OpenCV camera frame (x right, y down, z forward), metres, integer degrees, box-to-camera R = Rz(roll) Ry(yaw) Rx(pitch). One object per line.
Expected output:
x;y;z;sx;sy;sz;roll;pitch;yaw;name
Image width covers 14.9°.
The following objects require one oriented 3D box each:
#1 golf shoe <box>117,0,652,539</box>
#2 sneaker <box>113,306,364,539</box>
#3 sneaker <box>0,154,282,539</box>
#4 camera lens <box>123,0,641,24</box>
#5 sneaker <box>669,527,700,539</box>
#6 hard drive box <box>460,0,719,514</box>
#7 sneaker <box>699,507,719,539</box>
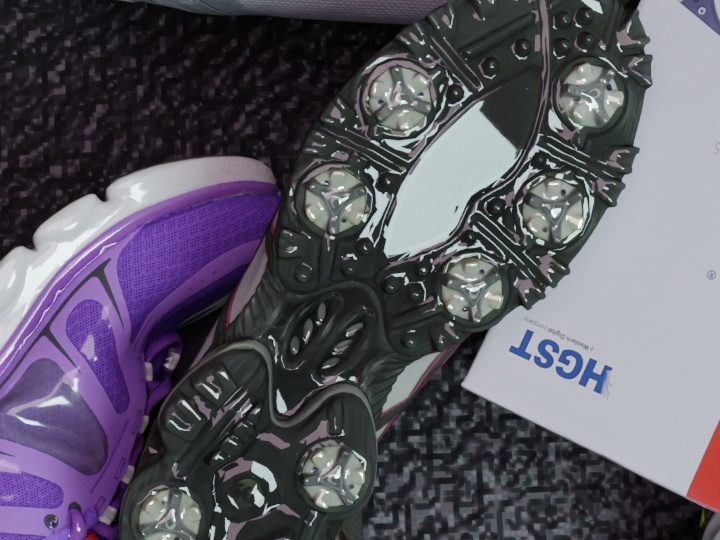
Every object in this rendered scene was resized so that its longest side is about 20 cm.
0.000;0.000;0.747;0.077;0.088;0.200;36;94;-10;golf shoe
-0.053;0.103;0.825;0.106;0.075;0.201;-9;55;7;sneaker
-0.087;0.050;0.792;0.083;0.081;0.200;41;76;14;sneaker
0.001;-0.152;0.798;0.199;0.160;0.161;6;82;29;camera lens
0.157;0.152;0.827;0.199;0.075;0.079;29;82;4;sneaker
0.144;-0.022;0.743;0.155;0.077;0.201;24;89;34;hard drive box
0.199;0.093;0.787;0.199;0.076;0.077;-7;52;8;sneaker
